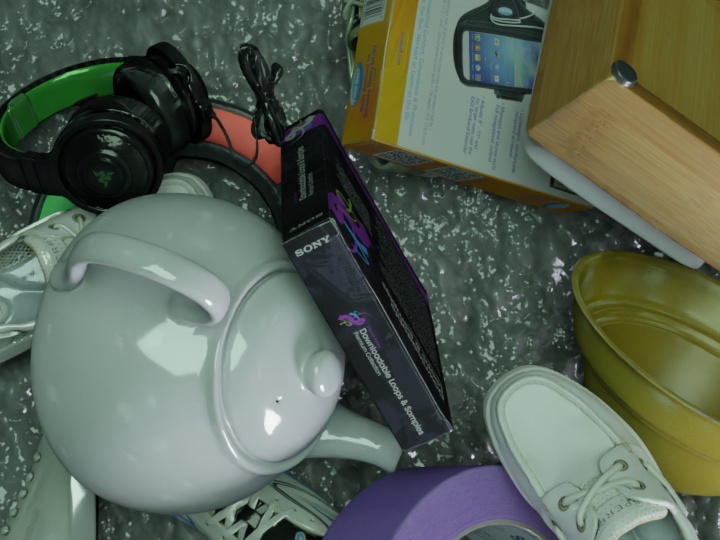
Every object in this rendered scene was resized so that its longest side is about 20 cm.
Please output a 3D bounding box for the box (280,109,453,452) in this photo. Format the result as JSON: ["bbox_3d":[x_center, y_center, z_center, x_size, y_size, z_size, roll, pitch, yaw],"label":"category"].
[{"bbox_3d":[0.000,0.000,1.028,0.036,0.200,0.143,-28,110,7],"label":"box"}]

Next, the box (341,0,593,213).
[{"bbox_3d":[0.086,-0.111,1.119,0.200,0.041,0.119,16,77,-34],"label":"box"}]

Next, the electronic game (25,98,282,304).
[{"bbox_3d":[-0.111,-0.012,1.125,0.200,0.042,0.200,0,80,-3],"label":"electronic game"}]

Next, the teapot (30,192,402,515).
[{"bbox_3d":[-0.078,0.048,0.992,0.146,0.200,0.198,5,110,35],"label":"teapot"}]

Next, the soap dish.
[{"bbox_3d":[0.185,-0.115,1.080,0.157,0.081,0.200,33,44,-17],"label":"soap dish"}]

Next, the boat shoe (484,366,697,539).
[{"bbox_3d":[0.143,0.134,0.976,0.071,0.069,0.200,-40,82,2],"label":"boat shoe"}]

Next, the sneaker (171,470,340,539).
[{"bbox_3d":[-0.058,0.154,1.084,0.200,0.072,0.072,37,82,5],"label":"sneaker"}]

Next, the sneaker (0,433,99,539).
[{"bbox_3d":[-0.200,0.160,1.074,0.085,0.073,0.200,2,82,-5],"label":"sneaker"}]

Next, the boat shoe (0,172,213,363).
[{"bbox_3d":[-0.179,0.000,1.071,0.200,0.069,0.071,-30,78,-1],"label":"boat shoe"}]

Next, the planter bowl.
[{"bbox_3d":[0.200,0.078,1.083,0.200,0.200,0.084,28,115,2],"label":"planter bowl"}]

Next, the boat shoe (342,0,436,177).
[{"bbox_3d":[0.021,-0.158,1.133,0.062,0.072,0.200,-6,79,-47],"label":"boat shoe"}]

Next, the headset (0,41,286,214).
[{"bbox_3d":[-0.134,-0.098,1.056,0.200,0.094,0.124,7,39,27],"label":"headset"}]

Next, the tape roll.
[{"bbox_3d":[0.060,0.214,1.031,0.200,0.066,0.200,6,80,-38],"label":"tape roll"}]
